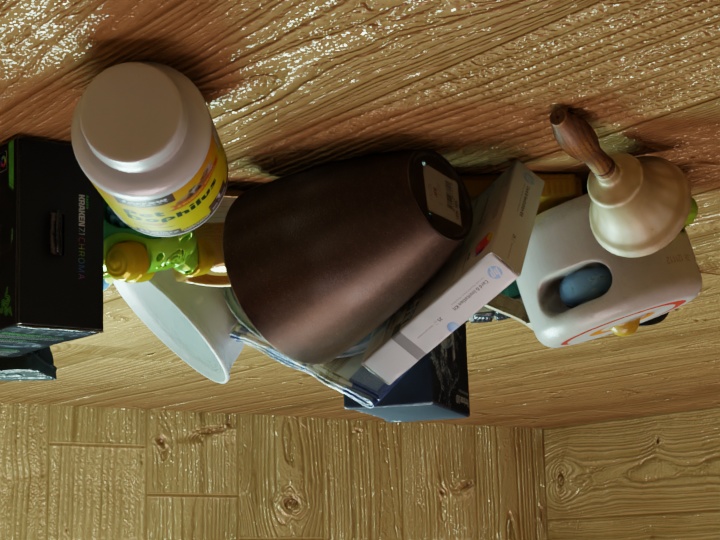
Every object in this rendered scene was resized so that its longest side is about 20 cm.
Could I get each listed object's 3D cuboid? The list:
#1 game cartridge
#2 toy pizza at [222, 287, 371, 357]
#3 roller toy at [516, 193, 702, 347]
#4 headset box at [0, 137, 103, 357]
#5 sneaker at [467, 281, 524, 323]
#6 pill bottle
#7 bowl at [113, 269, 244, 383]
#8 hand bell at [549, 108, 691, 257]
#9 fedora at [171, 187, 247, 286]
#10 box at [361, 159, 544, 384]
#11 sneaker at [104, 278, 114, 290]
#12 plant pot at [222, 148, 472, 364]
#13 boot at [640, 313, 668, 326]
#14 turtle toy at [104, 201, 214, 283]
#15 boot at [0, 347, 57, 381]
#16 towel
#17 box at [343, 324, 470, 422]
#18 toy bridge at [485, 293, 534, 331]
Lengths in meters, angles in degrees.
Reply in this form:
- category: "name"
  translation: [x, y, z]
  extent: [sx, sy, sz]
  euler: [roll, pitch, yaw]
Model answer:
- category: "game cartridge"
  translation: [0.123, -0.069, 1.691]
  extent: [0.198, 0.033, 0.176]
  euler: [-3, 169, -4]
- category: "toy pizza"
  translation: [-0.064, 0.038, 1.860]
  extent: [0.199, 0.201, 0.032]
  euler: [3, 129, -21]
- category: "roller toy"
  translation: [0.252, 0.001, 1.662]
  extent: [0.181, 0.141, 0.200]
  euler: [-16, 170, -10]
- category: "headset box"
  translation: [-0.320, -0.018, 1.513]
  extent: [0.092, 0.176, 0.199]
  euler: [7, 168, -38]
- category: "sneaker"
  translation: [0.184, 0.004, 1.808]
  extent: [0.199, 0.080, 0.078]
  euler: [-23, 173, -7]
- category: "pill bottle"
  translation: [-0.167, -0.098, 1.280]
  extent: [0.108, 0.110, 0.200]
  euler: [-1, 169, 1]
- category: "bowl"
  translation: [-0.200, 0.032, 1.912]
  extent: [0.201, 0.090, 0.201]
  euler: [40, 162, 16]
- category: "hand bell"
  translation: [0.217, -0.095, 1.461]
  extent: [0.104, 0.105, 0.200]
  euler: [-7, 156, 30]
- category: "fedora"
  translation: [-0.149, -0.030, 1.711]
  extent: [0.199, 0.082, 0.201]
  euler: [0, 169, 0]
- category: "box"
  translation: [0.090, 0.002, 1.565]
  extent: [0.041, 0.156, 0.200]
  euler: [36, 128, -12]
- category: "sneaker"
  translation: [-0.332, 0.009, 1.814]
  extent: [0.075, 0.105, 0.200]
  euler: [29, 163, 7]
- category: "plant pot"
  translation: [0.003, -0.033, 1.535]
  extent: [0.199, 0.188, 0.186]
  euler: [-27, 156, 35]
- category: "boot"
  translation: [0.320, 0.046, 2.241]
  extent: [0.198, 0.070, 0.174]
  euler: [6, 172, 2]
- category: "turtle toy"
  translation: [-0.249, -0.037, 1.611]
  extent: [0.199, 0.102, 0.145]
  euler: [-6, 180, 30]
- category: "boot"
  translation: [-0.393, 0.043, 1.862]
  extent: [0.073, 0.164, 0.198]
  euler: [-1, 171, -4]
- category: "towel"
  translation: [-0.035, 0.079, 1.862]
  extent: [0.199, 0.024, 0.147]
  euler: [25, -144, 17]
- category: "box"
  translation: [0.057, 0.080, 2.000]
  extent: [0.117, 0.202, 0.197]
  euler: [-4, 169, 16]
- category: "toy bridge"
  translation: [0.122, 0.005, 1.714]
  extent: [0.200, 0.027, 0.067]
  euler: [35, 151, -27]
